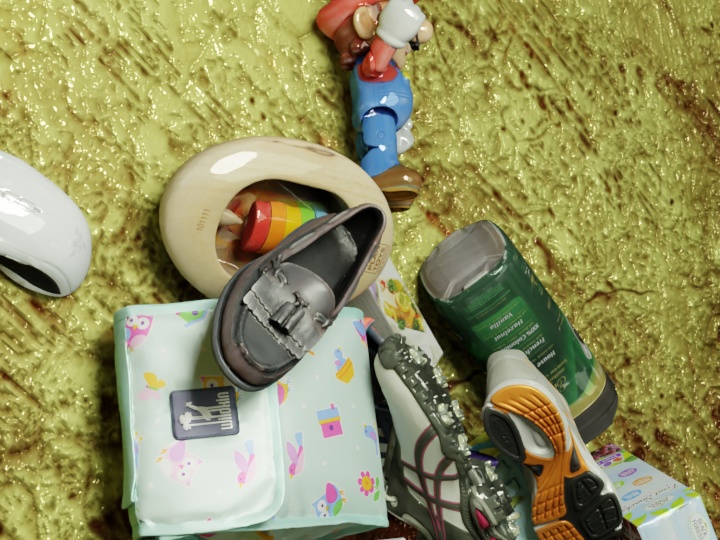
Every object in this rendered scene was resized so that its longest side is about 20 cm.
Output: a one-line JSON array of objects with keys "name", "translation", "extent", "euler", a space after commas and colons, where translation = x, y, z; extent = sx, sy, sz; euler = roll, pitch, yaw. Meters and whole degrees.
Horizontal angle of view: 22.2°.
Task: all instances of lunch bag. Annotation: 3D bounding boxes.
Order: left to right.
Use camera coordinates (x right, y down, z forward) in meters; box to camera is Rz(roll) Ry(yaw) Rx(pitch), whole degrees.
[{"name": "lunch bag", "translation": [-0.087, 0.110, 1.306], "extent": [0.199, 0.122, 0.171], "euler": [8, 70, -44]}]

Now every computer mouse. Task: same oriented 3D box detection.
[{"name": "computer mouse", "translation": [-0.247, -0.052, 1.231], "extent": [0.200, 0.044, 0.110], "euler": [34, 58, -36]}]

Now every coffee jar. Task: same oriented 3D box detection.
[{"name": "coffee jar", "translation": [0.137, 0.059, 1.563], "extent": [0.200, 0.085, 0.104], "euler": [51, 5, -25]}]

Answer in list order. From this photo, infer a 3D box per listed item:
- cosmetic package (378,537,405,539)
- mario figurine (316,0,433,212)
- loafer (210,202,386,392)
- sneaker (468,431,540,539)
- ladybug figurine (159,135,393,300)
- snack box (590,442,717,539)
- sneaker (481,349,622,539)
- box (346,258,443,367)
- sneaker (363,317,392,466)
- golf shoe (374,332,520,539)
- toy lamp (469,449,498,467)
[{"name": "cosmetic package", "translation": [0.020, 0.307, 1.391], "extent": [0.071, 0.101, 0.201], "euler": [-39, 110, -44]}, {"name": "mario figurine", "translation": [0.032, -0.152, 1.488], "extent": [0.106, 0.123, 0.201], "euler": [3, 78, -41]}, {"name": "loafer", "translation": [-0.039, 0.008, 1.261], "extent": [0.072, 0.063, 0.200], "euler": [50, 34, -9]}, {"name": "sneaker", "translation": [0.111, 0.218, 1.523], "extent": [0.131, 0.079, 0.201], "euler": [45, 43, -33]}, {"name": "ladybug figurine", "translation": [-0.065, -0.036, 1.376], "extent": [0.199, 0.072, 0.136], "euler": [16, 102, -33]}, {"name": "snack box", "translation": [0.254, 0.254, 1.577], "extent": [0.067, 0.200, 0.169], "euler": [-25, 103, -8]}, {"name": "sneaker", "translation": [0.157, 0.144, 1.491], "extent": [0.092, 0.075, 0.201], "euler": [-92, 159, -57]}, {"name": "box", "translation": [0.000, 0.000, 1.479], "extent": [0.039, 0.041, 0.201], "euler": [-46, 114, -41]}, {"name": "sneaker", "translation": [0.025, 0.116, 1.448], "extent": [0.200, 0.084, 0.075], "euler": [53, 49, -24]}, {"name": "golf shoe", "translation": [0.046, 0.141, 1.363], "extent": [0.077, 0.088, 0.201], "euler": [-91, 156, -62]}, {"name": "toy lamp", "translation": [0.067, 0.243, 1.456], "extent": [0.058, 0.058, 0.201], "euler": [7, 97, -45]}]
